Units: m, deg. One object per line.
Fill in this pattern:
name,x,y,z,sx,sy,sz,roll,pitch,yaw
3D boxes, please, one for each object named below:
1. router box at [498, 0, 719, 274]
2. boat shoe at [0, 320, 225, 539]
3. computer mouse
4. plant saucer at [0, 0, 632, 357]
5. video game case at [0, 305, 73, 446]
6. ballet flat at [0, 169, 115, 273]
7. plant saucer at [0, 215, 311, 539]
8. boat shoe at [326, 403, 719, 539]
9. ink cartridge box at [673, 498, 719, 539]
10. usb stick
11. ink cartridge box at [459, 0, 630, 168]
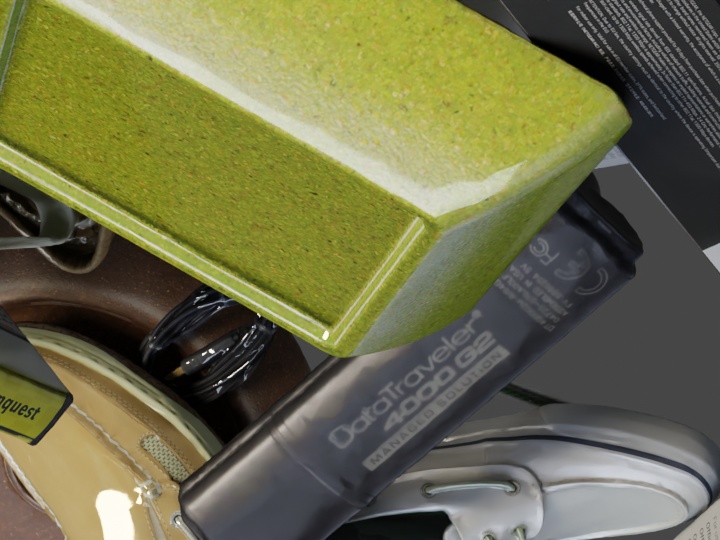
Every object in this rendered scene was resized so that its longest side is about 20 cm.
router box,0.095,-0.092,0.884,0.052,0.157,0.200,-25,133,21
boat shoe,-0.078,0.105,1.140,0.200,0.076,0.072,42,137,-12
computer mouse,0.000,0.000,1.117,0.200,0.034,0.059,-23,126,21
plant saucer,-0.041,-0.044,0.880,0.200,0.048,0.200,29,159,-2
video game case,-0.204,-0.033,0.996,0.026,0.200,0.181,-49,146,9
ballet flat,-0.143,-0.047,1.038,0.068,0.073,0.200,-5,159,28
plant saucer,-0.115,0.070,1.199,0.200,0.035,0.201,4,119,8
boat shoe,0.050,0.102,1.238,0.200,0.067,0.074,-2,142,17
ink cartridge box,0.182,0.174,1.269,0.145,0.084,0.200,11,145,-21
usb stick,0.016,0.041,1.085,0.200,0.033,0.055,-41,112,19
ink cartridge box,0.001,-0.077,1.004,0.200,0.050,0.161,-7,154,28
